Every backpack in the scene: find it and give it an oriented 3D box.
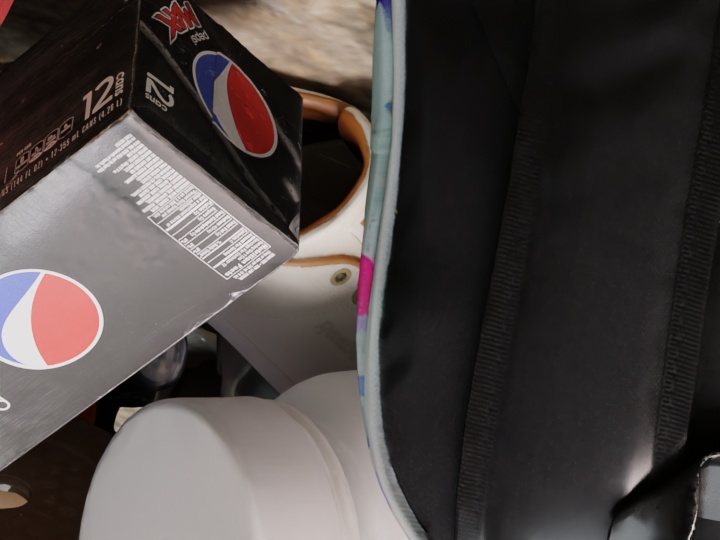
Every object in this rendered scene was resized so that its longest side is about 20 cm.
[{"bbox_3d":[0.089,-0.018,0.581,0.176,0.201,0.151,7,179,14],"label":"backpack"}]

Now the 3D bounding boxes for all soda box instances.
[{"bbox_3d":[-0.107,0.009,0.781,0.200,0.071,0.063,-35,122,25],"label":"soda box"}]

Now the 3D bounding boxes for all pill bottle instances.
[{"bbox_3d":[0.028,0.087,0.837,0.199,0.115,0.114,4,168,-35],"label":"pill bottle"}]

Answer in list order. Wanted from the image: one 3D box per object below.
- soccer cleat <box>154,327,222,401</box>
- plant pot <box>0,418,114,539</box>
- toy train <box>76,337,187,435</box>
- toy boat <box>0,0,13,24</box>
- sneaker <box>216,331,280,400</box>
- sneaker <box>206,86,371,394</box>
[{"bbox_3d":[-0.040,0.098,1.003,0.069,0.200,0.078,-34,129,13],"label":"soccer cleat"},{"bbox_3d":[-0.111,0.104,0.879,0.200,0.201,0.093,11,119,5],"label":"plant pot"},{"bbox_3d":[-0.155,0.029,0.988,0.199,0.086,0.114,-5,171,39],"label":"toy train"},{"bbox_3d":[-0.171,-0.049,0.752,0.130,0.131,0.200,20,159,-18],"label":"toy boat"},{"bbox_3d":[0.019,0.043,0.989,0.079,0.076,0.200,-9,160,24],"label":"sneaker"},{"bbox_3d":[0.000,0.000,0.857,0.199,0.073,0.084,27,160,-31],"label":"sneaker"}]
